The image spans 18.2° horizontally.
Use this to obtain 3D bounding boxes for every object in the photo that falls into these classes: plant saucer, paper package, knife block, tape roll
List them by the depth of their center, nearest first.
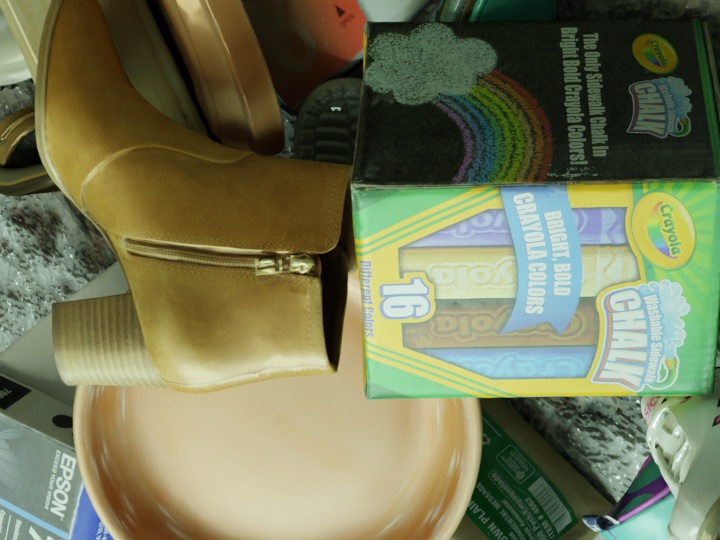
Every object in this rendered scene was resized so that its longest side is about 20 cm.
[{"bbox_3d":[-0.040,0.074,1.103,0.199,0.037,0.201,1,107,2],"label":"plant saucer"},{"bbox_3d":[-0.095,-0.143,1.117,0.201,0.032,0.200,61,171,16],"label":"plant saucer"},{"bbox_3d":[-0.114,-0.073,1.118,0.176,0.064,0.200,56,169,38],"label":"knife block"},{"bbox_3d":[0.009,0.129,1.257,0.200,0.103,0.191,46,142,8],"label":"paper package"},{"bbox_3d":[-0.146,0.051,1.272,0.071,0.202,0.202,51,143,0],"label":"tape roll"}]

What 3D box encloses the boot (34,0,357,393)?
[{"bbox_3d":[-0.072,-0.043,1.036,0.143,0.071,0.202,-7,79,14],"label":"boot"}]

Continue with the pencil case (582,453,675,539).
[{"bbox_3d":[0.204,0.170,1.106,0.200,0.085,0.092,50,172,1],"label":"pencil case"}]

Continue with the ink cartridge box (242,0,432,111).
[{"bbox_3d":[-0.044,-0.195,1.088,0.200,0.050,0.162,49,143,-3],"label":"ink cartridge box"}]

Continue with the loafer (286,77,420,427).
[{"bbox_3d":[0.000,0.000,1.137,0.075,0.070,0.201,4,102,2],"label":"loafer"}]

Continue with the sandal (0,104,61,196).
[{"bbox_3d":[-0.186,-0.074,1.324,0.200,0.080,0.054,3,101,49],"label":"sandal"}]

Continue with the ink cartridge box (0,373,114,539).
[{"bbox_3d":[-0.190,0.107,1.175,0.199,0.039,0.100,22,116,16],"label":"ink cartridge box"}]

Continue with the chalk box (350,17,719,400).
[{"bbox_3d":[0.099,-0.028,0.988,0.199,0.125,0.124,1,131,3],"label":"chalk box"}]

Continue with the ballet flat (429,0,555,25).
[{"bbox_3d":[0.052,-0.078,1.077,0.074,0.074,0.201,25,132,30],"label":"ballet flat"}]

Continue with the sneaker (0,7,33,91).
[{"bbox_3d":[-0.233,-0.166,1.284,0.199,0.070,0.094,16,137,40],"label":"sneaker"}]

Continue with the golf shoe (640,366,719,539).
[{"bbox_3d":[0.159,0.089,0.994,0.092,0.200,0.073,23,106,16],"label":"golf shoe"}]
